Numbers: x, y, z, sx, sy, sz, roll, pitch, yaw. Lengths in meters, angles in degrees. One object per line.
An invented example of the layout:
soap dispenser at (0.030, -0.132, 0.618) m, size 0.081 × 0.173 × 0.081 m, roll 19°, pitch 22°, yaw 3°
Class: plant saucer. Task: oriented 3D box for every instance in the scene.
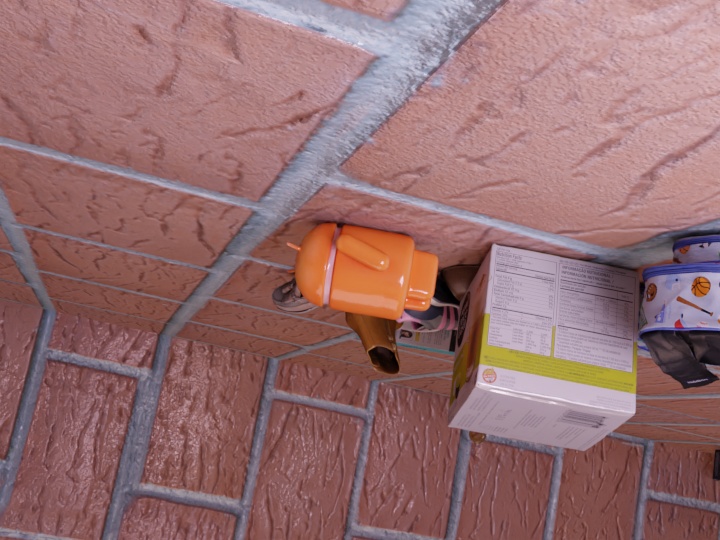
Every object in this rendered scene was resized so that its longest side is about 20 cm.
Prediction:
plant saucer at (0.218, 0.036, 1.379) m, size 0.200 × 0.037 × 0.200 m, roll 10°, pitch 168°, yaw 2°

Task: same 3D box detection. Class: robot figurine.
robot figurine at (0.000, -0.001, 1.208) m, size 0.199 × 0.117 × 0.144 m, roll 10°, pitch -164°, yaw 2°

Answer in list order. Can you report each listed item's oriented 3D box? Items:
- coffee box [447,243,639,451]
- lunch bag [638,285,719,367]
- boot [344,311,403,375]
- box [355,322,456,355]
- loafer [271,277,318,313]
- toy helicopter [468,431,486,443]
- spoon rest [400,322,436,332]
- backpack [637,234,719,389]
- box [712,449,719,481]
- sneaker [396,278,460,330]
coffee box at (0.237, 0.106, 1.212) m, size 0.199 × 0.198 × 0.200 m, roll 10°, pitch 155°, yaw -2°
lunch bag at (0.452, 0.080, 1.271) m, size 0.200 × 0.083 × 0.161 m, roll 21°, pitch 168°, yaw -35°
boot at (0.035, 0.110, 1.485) m, size 0.071 × 0.144 × 0.201 m, roll -32°, pitch 148°, yaw 14°
box at (0.096, 0.100, 1.683) m, size 0.199 × 0.083 × 0.049 m, roll 10°, pitch 170°, yaw 8°
loafer at (-0.079, 0.028, 1.567) m, size 0.200 × 0.072 × 0.063 m, roll -5°, pitch 145°, yaw 35°
toy helicopter at (0.362, 0.382, 2.488) m, size 0.132 × 0.200 × 0.079 m, roll 24°, pitch 175°, yaw 26°
spoon rest at (0.059, 0.073, 1.612) m, size 0.199 × 0.061 × 0.099 m, roll 12°, pitch 148°, yaw 2°
backpack at (0.392, 0.041, 0.962) m, size 0.190 × 0.155 × 0.200 m, roll 10°, pitch 165°, yaw -40°
box at (1.449, 0.735, 3.368) m, size 0.199 × 0.124 × 0.198 m, roll 12°, pitch 170°, yaw -14°
sneaker at (0.124, 0.066, 1.449) m, size 0.082 × 0.070 × 0.200 m, roll -40°, pitch 143°, yaw 19°
